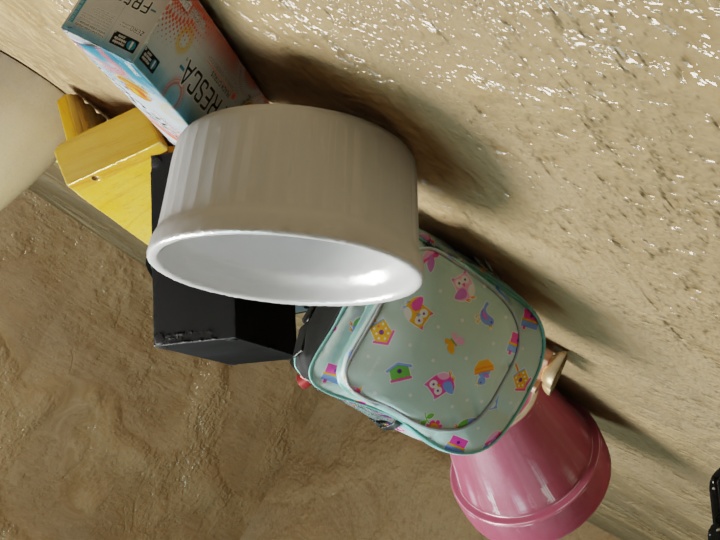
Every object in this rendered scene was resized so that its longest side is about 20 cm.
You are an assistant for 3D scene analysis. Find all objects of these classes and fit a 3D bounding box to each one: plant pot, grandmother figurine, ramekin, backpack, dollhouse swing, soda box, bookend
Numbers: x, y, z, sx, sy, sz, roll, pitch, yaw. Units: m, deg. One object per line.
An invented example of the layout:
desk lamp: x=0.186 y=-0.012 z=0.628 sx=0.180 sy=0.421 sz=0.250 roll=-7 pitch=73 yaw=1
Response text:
plant pot: x=-0.481 y=-0.161 z=1.407 sx=0.187 sy=0.201 sz=0.187 roll=30 pitch=170 yaw=6
grandmother figurine: x=0.120 y=0.066 z=1.172 sx=0.199 sy=0.061 sz=0.121 roll=25 pitch=161 yaw=15
plant pot: x=0.186 y=0.206 z=1.342 sx=0.200 sy=0.200 sz=0.179 roll=20 pitch=151 yaw=47
ramekin: x=-0.050 y=-0.043 z=0.801 sx=0.199 sy=0.098 sz=0.201 roll=5 pitch=165 yaw=1
backpack: x=0.065 y=0.066 z=0.980 sx=0.199 sy=0.176 sz=0.153 roll=30 pitch=176 yaw=-21
dollhouse swing: x=-0.238 y=-0.137 z=1.289 sx=0.181 sy=0.177 sz=0.200 roll=-21 pitch=145 yaw=21
soda box: x=-0.133 y=-0.145 z=0.800 sx=0.063 sy=0.069 sz=0.200 roll=27 pitch=171 yaw=19
bookend: x=-0.141 y=-0.009 z=1.184 sx=0.092 sy=0.201 sz=0.199 roll=-6 pitch=169 yaw=15

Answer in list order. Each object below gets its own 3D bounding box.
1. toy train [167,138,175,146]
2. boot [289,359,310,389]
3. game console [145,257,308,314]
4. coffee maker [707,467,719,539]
toy train: x=-0.102 y=-0.081 z=1.028 sx=0.114 sy=0.085 sz=0.200 roll=35 pitch=176 yaw=45
boot: x=-0.030 y=0.136 z=1.742 sx=0.072 sy=0.145 sz=0.200 roll=39 pitch=167 yaw=-34
game console: x=-0.129 y=0.006 z=1.342 sx=0.199 sy=0.117 sz=0.176 roll=-11 pitch=122 yaw=22
coffee maker: x=0.400 y=0.266 z=0.932 sx=0.200 sy=0.193 sz=0.135 roll=32 pitch=154 yaw=-22
